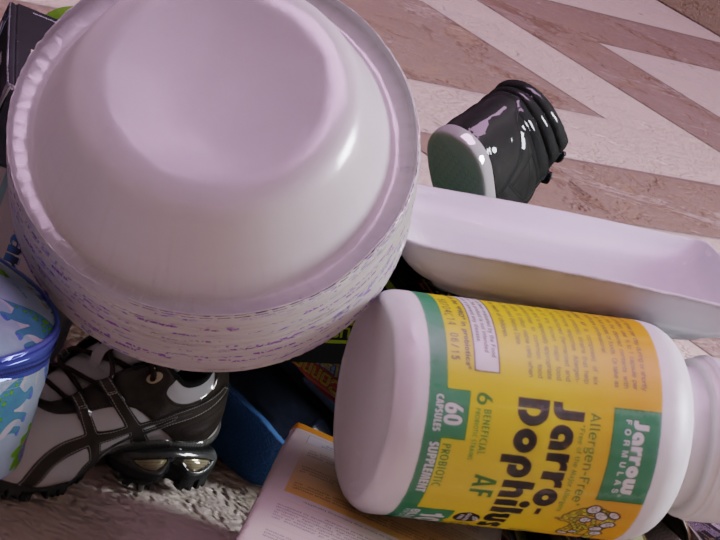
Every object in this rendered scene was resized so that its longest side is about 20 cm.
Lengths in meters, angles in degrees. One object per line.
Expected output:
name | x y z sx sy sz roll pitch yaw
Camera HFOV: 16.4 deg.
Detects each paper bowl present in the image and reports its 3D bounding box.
paper bowl | -0.070 -0.061 1.199 0.200 0.201 0.104 26 -27 10

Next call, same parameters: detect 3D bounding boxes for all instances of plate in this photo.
plate | 0.107 -0.003 1.351 0.199 0.032 0.200 12 10 -5

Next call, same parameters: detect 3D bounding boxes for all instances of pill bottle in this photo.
pill bottle | 0.096 0.076 1.248 0.199 0.113 0.113 8 20 -16

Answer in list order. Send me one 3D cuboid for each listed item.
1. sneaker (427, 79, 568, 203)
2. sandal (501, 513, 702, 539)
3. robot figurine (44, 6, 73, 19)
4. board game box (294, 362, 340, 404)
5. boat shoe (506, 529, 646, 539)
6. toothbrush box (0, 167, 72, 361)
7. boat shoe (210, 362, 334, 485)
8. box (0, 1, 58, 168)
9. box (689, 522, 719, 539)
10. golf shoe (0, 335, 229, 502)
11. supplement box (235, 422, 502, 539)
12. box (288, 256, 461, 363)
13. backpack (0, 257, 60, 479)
sneaker | 0.098 -0.046 1.709 0.071 0.200 0.099 33 58 28
sandal | 0.142 0.144 1.364 0.082 0.055 0.200 -35 63 -28
robot figurine | -0.143 -0.090 1.528 0.199 0.116 0.175 17 -14 -33
board game box | 0.000 0.039 1.658 0.200 0.056 0.195 34 20 34
boat shoe | 0.131 0.193 1.279 0.065 0.073 0.200 -3 48 -35
toothbrush box | -0.246 -0.044 1.422 0.199 0.147 0.085 26 17 5
boat shoe | -0.083 0.055 1.464 0.068 0.084 0.200 -16 52 -37
box | -0.107 -0.069 1.358 0.199 0.044 0.160 22 17 -14
box | 0.110 0.139 1.501 0.200 0.050 0.157 32 19 29
golf shoe | -0.148 0.064 1.305 0.078 0.095 0.200 36 22 33
supplement box | -0.002 0.157 1.242 0.126 0.074 0.200 24 14 2
box | 0.000 0.000 1.430 0.192 0.048 0.200 5 19 -22
backpack | -0.243 0.028 1.154 0.183 0.147 0.200 35 27 34
